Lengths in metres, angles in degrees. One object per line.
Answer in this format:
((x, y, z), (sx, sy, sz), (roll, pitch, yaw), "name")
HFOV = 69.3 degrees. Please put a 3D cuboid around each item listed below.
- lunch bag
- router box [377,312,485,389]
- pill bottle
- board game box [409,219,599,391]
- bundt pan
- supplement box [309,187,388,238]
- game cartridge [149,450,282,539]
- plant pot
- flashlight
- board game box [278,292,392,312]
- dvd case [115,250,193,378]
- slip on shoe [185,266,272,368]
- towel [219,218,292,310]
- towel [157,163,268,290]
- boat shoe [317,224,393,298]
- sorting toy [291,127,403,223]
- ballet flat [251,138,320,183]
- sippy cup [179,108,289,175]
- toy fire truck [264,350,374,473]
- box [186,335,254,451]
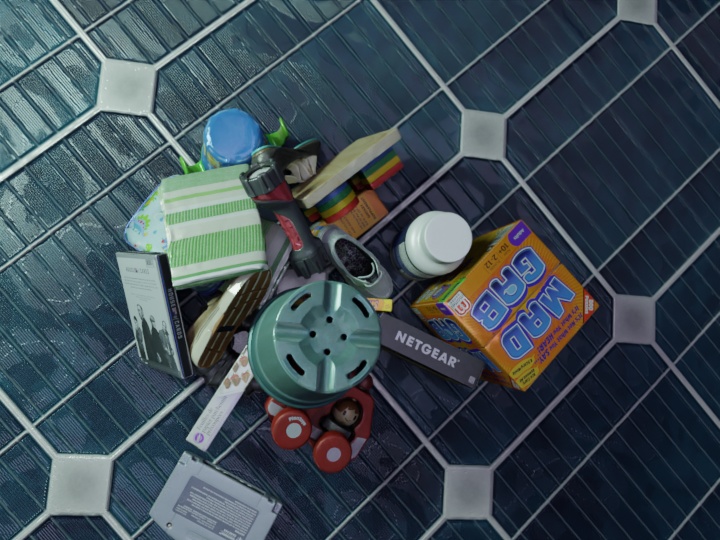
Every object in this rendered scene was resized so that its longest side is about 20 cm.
((-0.287, -0.065, 0.892), (0.199, 0.083, 0.161), (28, 78, 23), "lunch bag")
((0.101, 0.140, 0.933), (0.199, 0.157, 0.053), (26, 81, -5), "router box")
((0.126, -0.044, 0.933), (0.110, 0.200, 0.112), (1, 84, -10), "pill bottle")
((0.247, 0.064, 0.943), (0.200, 0.200, 0.200), (-45, 93, -11), "board game box")
((-0.211, 0.127, 0.924), (0.200, 0.076, 0.204), (1, 84, -9), "bundt pan")
((-0.048, -0.073, 0.969), (0.200, 0.069, 0.067), (-39, 106, -9), "supplement box")
((-0.254, 0.422, 0.909), (0.199, 0.041, 0.134), (31, 77, -5), "game cartridge")
((-0.063, 0.105, 0.772), (0.198, 0.196, 0.202), (3, 77, -14), "plant pot")
((-0.121, -0.076, 0.835), (0.068, 0.067, 0.201), (-50, 131, -36), "flashlight")
((-0.047, 0.059, 0.941), (0.198, 0.096, 0.030), (7, 83, -5), "board game box")
((-0.340, 0.068, 0.854), (0.025, 0.150, 0.202), (-19, 107, -45), "dvd case")
((-0.219, 0.063, 0.840), (0.061, 0.076, 0.201), (40, 105, 26), "slip on shoe")
((-0.216, -0.030, 0.921), (0.199, 0.031, 0.150), (21, 74, 21), "towel")
((-0.232, -0.074, 0.820), (0.151, 0.023, 0.201), (-13, 63, -10), "towel")
((0.000, -0.001, 0.936), (0.070, 0.071, 0.201), (-47, 124, -3), "boat shoe")
((-0.029, -0.157, 0.926), (0.198, 0.200, 0.070), (-39, 109, -11), "sorting toy")
((-0.122, -0.189, 0.929), (0.068, 0.200, 0.069), (-25, 95, 32), "ballet flat")
((-0.222, -0.218, 0.927), (0.139, 0.130, 0.179), (30, 81, -5), "sippy cup")
((-0.060, 0.234, 0.904), (0.199, 0.112, 0.169), (34, 87, -15), "toy fire truck")
((-0.214, 0.197, 0.860), (0.039, 0.041, 0.201), (33, 85, -6), "box")
